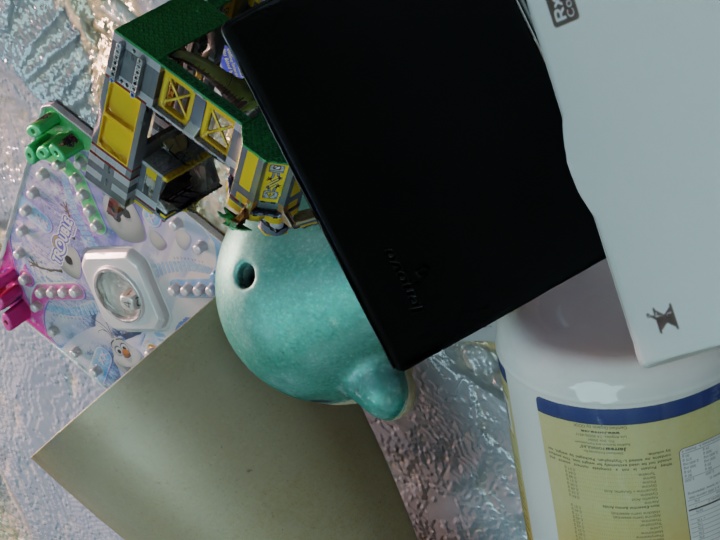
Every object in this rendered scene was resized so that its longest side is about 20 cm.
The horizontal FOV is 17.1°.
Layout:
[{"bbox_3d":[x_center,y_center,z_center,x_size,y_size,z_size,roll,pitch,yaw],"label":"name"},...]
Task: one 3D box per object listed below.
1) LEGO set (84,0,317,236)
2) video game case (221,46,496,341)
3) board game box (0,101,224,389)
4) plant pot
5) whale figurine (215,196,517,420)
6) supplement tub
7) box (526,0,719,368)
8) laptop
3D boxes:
[{"bbox_3d":[-0.046,-0.073,1.233,0.153,0.200,0.116,30,132,14],"label":"LEGO set"},{"bbox_3d":[0.025,-0.055,1.360,0.181,0.045,0.201,-2,118,41],"label":"video game case"},{"bbox_3d":[-0.160,0.016,1.589,0.200,0.026,0.200,38,138,13],"label":"board game box"},{"bbox_3d":[-0.060,0.124,1.426,0.200,0.187,0.187,49,139,-2],"label":"plant pot"},{"bbox_3d":[0.000,0.000,1.282,0.200,0.103,0.160,-14,75,47],"label":"whale figurine"},{"bbox_3d":[0.154,0.098,1.284,0.144,0.144,0.201,12,127,35],"label":"supplement tub"},{"bbox_3d":[0.204,-0.081,1.079,0.200,0.130,0.200,-18,89,47],"label":"box"},{"bbox_3d":[0.055,-0.089,1.170,0.116,0.200,0.188,-19,107,27],"label":"laptop"}]
